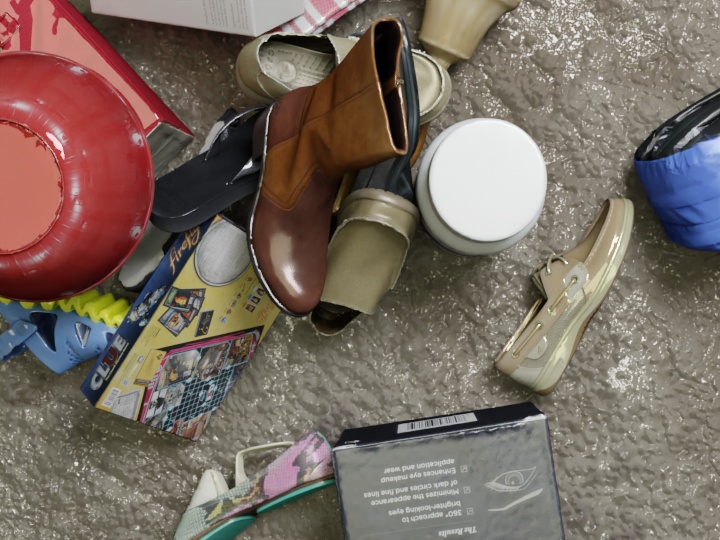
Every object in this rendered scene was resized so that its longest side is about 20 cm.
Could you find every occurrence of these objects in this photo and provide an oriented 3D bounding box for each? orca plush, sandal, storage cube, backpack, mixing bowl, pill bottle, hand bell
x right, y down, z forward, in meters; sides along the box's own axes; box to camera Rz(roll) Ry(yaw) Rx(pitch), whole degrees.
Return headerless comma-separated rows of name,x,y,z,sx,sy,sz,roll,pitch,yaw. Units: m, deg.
orca plush,-0.158,-0.059,0.915,0.104,0.071,0.203,13,76,47
sandal,-0.106,-0.104,0.826,0.075,0.043,0.200,29,54,27
storage cube,-0.282,-0.135,0.844,0.171,0.200,0.180,-44,94,1
backpack,0.360,-0.088,0.826,0.197,0.163,0.171,-23,92,1
mixing bowl,-0.261,-0.067,0.707,0.196,0.108,0.205,-1,98,-7
pill bottle,0.103,-0.071,0.818,0.111,0.200,0.116,0,90,1
sandal,-0.282,0.060,0.903,0.196,0.079,0.089,14,95,11
hand bell,0.066,-0.180,0.891,0.103,0.104,0.203,23,102,3

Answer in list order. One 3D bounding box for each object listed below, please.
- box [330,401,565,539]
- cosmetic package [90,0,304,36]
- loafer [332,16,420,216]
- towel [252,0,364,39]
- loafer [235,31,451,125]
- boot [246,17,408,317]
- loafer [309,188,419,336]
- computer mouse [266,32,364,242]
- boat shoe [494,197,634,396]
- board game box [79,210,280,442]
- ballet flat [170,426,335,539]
box,0.085,0.240,0.857,0.192,0.117,0.204,-8,88,3
cosmetic package,-0.156,-0.285,0.839,0.197,0.085,0.109,17,126,27
loafer,0.011,-0.115,0.783,0.071,0.073,0.203,-1,129,-3
towel,-0.036,-0.296,0.886,0.198,0.030,0.148,-35,60,6
loafer,-0.013,-0.168,0.820,0.196,0.068,0.077,4,92,-6
boot,-0.016,-0.070,0.728,0.067,0.199,0.192,9,75,-31
loafer,0.000,0.000,0.827,0.075,0.201,0.069,15,59,-7
computer mouse,-0.002,-0.123,0.896,0.139,0.046,0.203,-26,79,20
boat shoe,0.193,0.016,0.880,0.064,0.072,0.203,27,96,2
board game box,-0.152,0.053,0.868,0.034,0.135,0.202,34,90,41
ballet flat,-0.112,0.213,0.894,0.198,0.069,0.072,-31,70,8
